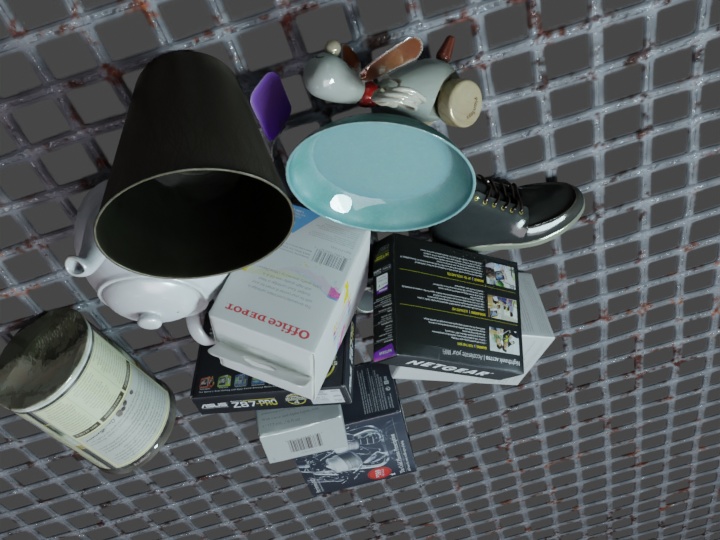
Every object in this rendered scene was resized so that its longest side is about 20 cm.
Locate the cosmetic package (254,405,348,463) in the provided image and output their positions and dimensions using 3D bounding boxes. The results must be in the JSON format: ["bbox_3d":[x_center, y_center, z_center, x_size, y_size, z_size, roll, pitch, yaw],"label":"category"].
[{"bbox_3d":[-0.088,0.144,1.128,0.112,0.201,0.081,-13,140,-3],"label":"cosmetic package"}]

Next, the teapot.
[{"bbox_3d":[-0.224,-0.004,0.936,0.199,0.147,0.197,7,155,-20],"label":"teapot"}]

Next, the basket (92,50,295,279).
[{"bbox_3d":[-0.166,-0.111,0.821,0.179,0.201,0.136,-9,138,-5],"label":"basket"}]

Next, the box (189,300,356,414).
[{"bbox_3d":[-0.106,0.097,1.072,0.199,0.162,0.049,-6,140,12],"label":"box"}]

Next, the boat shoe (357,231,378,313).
[{"bbox_3d":[0.000,0.000,1.094,0.072,0.062,0.200,-11,139,-3],"label":"boat shoe"}]

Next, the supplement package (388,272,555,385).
[{"bbox_3d":[0.143,0.074,1.170,0.199,0.120,0.121,6,137,-21],"label":"supplement package"}]

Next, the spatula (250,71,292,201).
[{"bbox_3d":[-0.092,-0.135,0.940,0.020,0.057,0.200,20,148,14],"label":"spatula"}]

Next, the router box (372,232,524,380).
[{"bbox_3d":[0.109,0.048,1.030,0.199,0.150,0.051,12,158,-31],"label":"router box"}]

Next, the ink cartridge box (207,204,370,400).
[{"bbox_3d":[-0.083,0.043,0.979,0.128,0.201,0.125,19,149,10],"label":"ink cartridge box"}]

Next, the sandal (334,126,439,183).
[{"bbox_3d":[0.020,-0.124,0.952,0.080,0.054,0.200,19,151,-32],"label":"sandal"}]

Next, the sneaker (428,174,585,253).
[{"bbox_3d":[0.178,-0.083,1.036,0.199,0.075,0.106,-15,142,4],"label":"sneaker"}]

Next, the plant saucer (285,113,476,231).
[{"bbox_3d":[0.022,-0.106,0.885,0.199,0.036,0.200,5,152,3],"label":"plant saucer"}]

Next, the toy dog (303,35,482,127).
[{"bbox_3d":[0.041,-0.204,0.848,0.131,0.097,0.200,10,-176,30],"label":"toy dog"}]

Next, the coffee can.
[{"bbox_3d":[-0.360,0.164,1.118,0.146,0.147,0.200,-23,138,11],"label":"coffee can"}]

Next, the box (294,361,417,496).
[{"bbox_3d":[-0.017,0.254,1.342,0.181,0.104,0.200,-13,139,2],"label":"box"}]
